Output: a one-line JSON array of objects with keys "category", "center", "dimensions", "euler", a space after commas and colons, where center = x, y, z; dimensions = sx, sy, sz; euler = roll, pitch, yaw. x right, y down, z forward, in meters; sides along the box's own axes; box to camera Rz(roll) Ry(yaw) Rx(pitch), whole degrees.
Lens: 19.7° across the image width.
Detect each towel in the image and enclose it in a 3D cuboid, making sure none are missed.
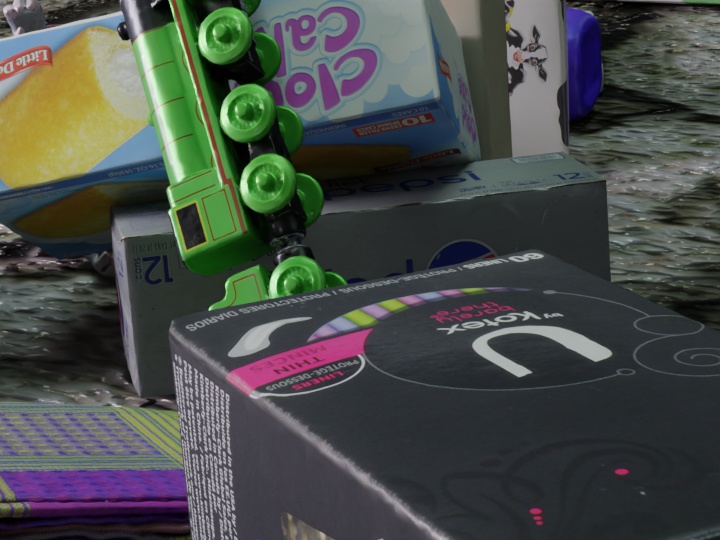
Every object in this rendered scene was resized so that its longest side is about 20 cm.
[{"category": "towel", "center": [-0.118, 0.065, 0.659], "dimensions": [0.198, 0.023, 0.143], "euler": [2, 8, -24]}]

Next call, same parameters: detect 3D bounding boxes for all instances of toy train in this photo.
[{"category": "toy train", "center": [-0.046, -0.032, 0.775], "dimensions": [0.056, 0.202, 0.042], "euler": [-22, -19, 14]}]

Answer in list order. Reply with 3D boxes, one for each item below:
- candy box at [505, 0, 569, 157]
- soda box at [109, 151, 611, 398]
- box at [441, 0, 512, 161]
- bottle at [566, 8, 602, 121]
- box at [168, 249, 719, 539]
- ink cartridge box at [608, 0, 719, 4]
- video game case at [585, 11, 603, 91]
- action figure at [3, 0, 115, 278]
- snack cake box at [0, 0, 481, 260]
[{"category": "candy box", "center": [0.013, -0.136, 1.135], "dimensions": [0.198, 0.169, 0.072], "euler": [-3, 16, 4]}, {"category": "soda box", "center": [0.000, 0.000, 0.848], "dimensions": [0.198, 0.069, 0.063], "euler": [-8, 16, -10]}, {"category": "box", "center": [0.025, -0.102, 0.955], "dimensions": [0.081, 0.202, 0.068], "euler": [1, 14, 14]}, {"category": "bottle", "center": [0.046, -0.125, 1.274], "dimensions": [0.198, 0.066, 0.084], "euler": [2, 18, 20]}, {"category": "box", "center": [0.043, 0.074, 0.513], "dimensions": [0.121, 0.107, 0.200], "euler": [-12, 18, -23]}, {"category": "ink cartridge box", "center": [0.247, -0.267, 1.677], "dimensions": [0.199, 0.085, 0.146], "euler": [8, 19, 37]}, {"category": "video game case", "center": [0.073, -0.146, 1.419], "dimensions": [0.180, 0.024, 0.200], "euler": [-2, 17, 5]}, {"category": "action figure", "center": [-0.117, -0.077, 1.027], "dimensions": [0.198, 0.135, 0.149], "euler": [-1, 15, 0]}, {"category": "snack cake box", "center": [-0.057, -0.066, 0.869], "dimensions": [0.198, 0.068, 0.115], "euler": [-12, -15, 10]}]
